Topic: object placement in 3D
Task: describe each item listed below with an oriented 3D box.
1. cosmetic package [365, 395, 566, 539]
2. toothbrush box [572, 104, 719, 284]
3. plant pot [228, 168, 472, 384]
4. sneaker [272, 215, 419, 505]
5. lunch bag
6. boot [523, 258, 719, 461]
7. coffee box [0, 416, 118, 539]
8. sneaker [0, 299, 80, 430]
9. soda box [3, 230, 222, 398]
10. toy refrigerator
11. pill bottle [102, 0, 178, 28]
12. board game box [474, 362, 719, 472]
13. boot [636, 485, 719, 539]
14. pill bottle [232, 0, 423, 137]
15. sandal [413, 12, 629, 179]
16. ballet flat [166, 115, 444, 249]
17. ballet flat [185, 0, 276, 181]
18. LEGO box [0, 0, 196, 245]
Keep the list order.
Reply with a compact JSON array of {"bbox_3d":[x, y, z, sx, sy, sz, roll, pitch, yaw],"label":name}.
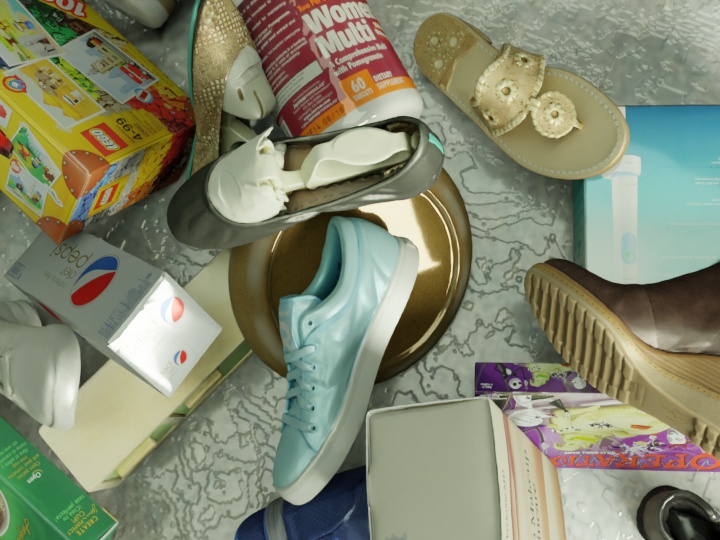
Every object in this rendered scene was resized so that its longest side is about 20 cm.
[{"bbox_3d":[0.078,0.163,0.776,0.086,0.200,0.105,-10,66,19],"label":"cosmetic package"},{"bbox_3d":[0.235,-0.016,0.855,0.144,0.085,0.204,-1,82,5],"label":"toothbrush box"},{"bbox_3d":[0.000,0.000,0.848,0.197,0.027,0.203,-7,110,-21],"label":"plant pot"},{"bbox_3d":[-0.032,0.056,0.792,0.081,0.074,0.203,27,75,-21],"label":"sneaker"},{"bbox_3d":[-0.004,0.251,0.818,0.131,0.136,0.203,-24,79,12],"label":"lunch bag"},{"bbox_3d":[0.229,0.023,0.776,0.199,0.073,0.166,38,62,20],"label":"boot"},{"bbox_3d":[-0.284,0.173,0.874,0.199,0.044,0.124,38,127,10],"label":"coffee box"},{"bbox_3d":[-0.267,0.068,0.837,0.087,0.199,0.077,3,97,-33],"label":"sneaker"},{"bbox_3d":[-0.187,0.022,0.838,0.064,0.068,0.199,-52,37,-13],"label":"soda box"},{"bbox_3d":[-0.146,0.080,0.886,0.200,0.076,0.070,-44,81,-2],"label":"toy refrigerator"},{"bbox_3d":[-0.156,-0.308,0.915,0.110,0.111,0.202,31,87,8],"label":"pill bottle"},{"bbox_3d":[0.181,0.109,0.831,0.196,0.121,0.033,0,59,6],"label":"board game box"},{"bbox_3d":[0.284,0.223,0.798,0.198,0.132,0.070,28,86,8],"label":"boot"},{"bbox_3d":[-0.042,-0.184,0.890,0.109,0.110,0.202,-29,82,1],"label":"pill bottle"},{"bbox_3d":[0.098,-0.135,0.846,0.211,0.069,0.078,42,111,36],"label":"sandal"},{"bbox_3d":[-0.041,-0.068,0.767,0.197,0.068,0.069,-16,73,0],"label":"ballet flat"},{"bbox_3d":[-0.094,-0.115,0.864,0.064,0.202,0.071,20,42,14],"label":"ballet flat"},{"bbox_3d":[-0.241,-0.135,0.878,0.200,0.149,0.077,42,127,8],"label":"LEGO box"}]
